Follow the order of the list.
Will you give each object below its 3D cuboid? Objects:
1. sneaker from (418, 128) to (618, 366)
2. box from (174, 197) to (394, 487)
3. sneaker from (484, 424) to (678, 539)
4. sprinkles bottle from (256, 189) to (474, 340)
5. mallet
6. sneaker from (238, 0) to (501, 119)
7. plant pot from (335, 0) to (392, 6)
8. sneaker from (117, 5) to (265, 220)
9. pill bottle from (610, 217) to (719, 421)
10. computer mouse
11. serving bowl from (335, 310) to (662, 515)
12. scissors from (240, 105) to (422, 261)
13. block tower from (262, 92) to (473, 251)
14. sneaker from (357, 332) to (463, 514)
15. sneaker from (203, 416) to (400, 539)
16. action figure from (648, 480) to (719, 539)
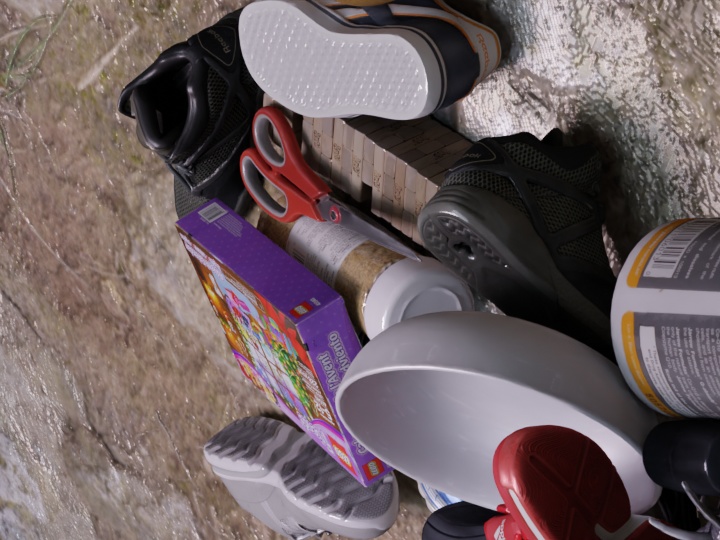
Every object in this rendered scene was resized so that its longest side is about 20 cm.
[{"bbox_3d":[0.131,-0.008,1.522,0.199,0.114,0.076,43,148,-18],"label":"sneaker"},{"bbox_3d":[-0.048,0.046,1.699,0.200,0.039,0.137,37,154,56],"label":"box"},{"bbox_3d":[0.102,0.152,1.465,0.115,0.079,0.200,-2,147,36],"label":"sneaker"},{"bbox_3d":[0.000,0.000,1.661,0.200,0.068,0.069,36,138,57],"label":"sprinkles bottle"},{"bbox_3d":[0.248,0.147,1.419,0.200,0.041,0.066,36,163,-16],"label":"mallet"},{"bbox_3d":[0.006,-0.137,1.603,0.200,0.079,0.079,19,122,48],"label":"sneaker"},{"bbox_3d":[0.020,-0.236,1.465,0.187,0.186,0.200,57,157,11],"label":"plant pot"},{"bbox_3d":[-0.123,-0.091,1.771,0.076,0.114,0.200,49,144,24],"label":"sneaker"},{"bbox_3d":[0.240,0.029,1.368,0.199,0.116,0.117,3,112,52],"label":"pill bottle"},{"bbox_3d":[0.122,0.158,1.589,0.199,0.046,0.141,1,116,23],"label":"computer mouse"},{"bbox_3d":[0.088,0.077,1.489,0.199,0.066,0.200,16,156,7],"label":"serving bowl"},{"bbox_3d":[-0.021,-0.036,1.642,0.200,0.014,0.073,44,135,38],"label":"scissors"},{"bbox_3d":[0.019,-0.074,1.645,0.200,0.058,0.054,34,135,35],"label":"block tower"},{"bbox_3d":[0.066,0.098,1.667,0.200,0.078,0.089,50,145,20],"label":"sneaker"},{"bbox_3d":[-0.031,0.163,1.854,0.200,0.075,0.082,18,139,53],"label":"sneaker"},{"bbox_3d":[0.255,0.143,1.341,0.102,0.199,0.119,61,139,36],"label":"action figure"}]
